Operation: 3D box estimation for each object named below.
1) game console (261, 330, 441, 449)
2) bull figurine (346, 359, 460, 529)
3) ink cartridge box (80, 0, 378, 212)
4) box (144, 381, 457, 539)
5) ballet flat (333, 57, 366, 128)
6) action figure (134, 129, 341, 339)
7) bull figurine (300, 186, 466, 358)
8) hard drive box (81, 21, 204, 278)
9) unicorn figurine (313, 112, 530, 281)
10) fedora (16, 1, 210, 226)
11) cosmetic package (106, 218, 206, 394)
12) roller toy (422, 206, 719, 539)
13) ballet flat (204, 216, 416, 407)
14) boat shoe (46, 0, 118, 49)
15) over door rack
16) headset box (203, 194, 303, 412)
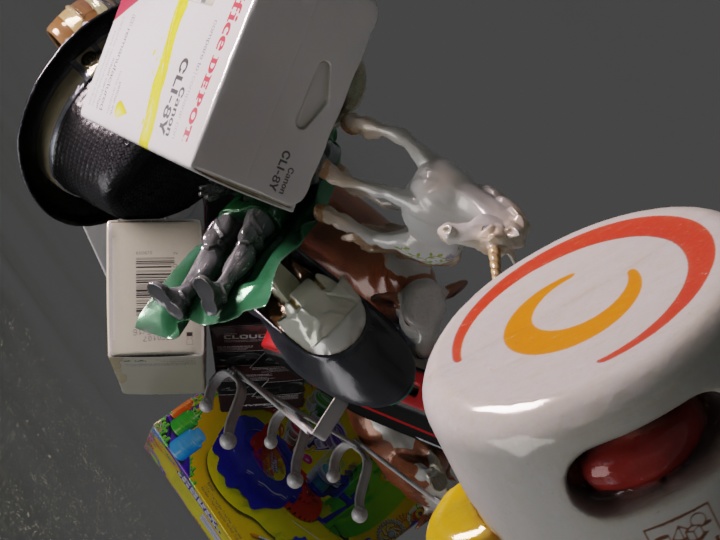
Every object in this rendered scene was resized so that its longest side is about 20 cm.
[{"bbox_3d":[0.036,0.096,1.318,0.199,0.031,0.177,20,170,35],"label":"game console"},{"bbox_3d":[0.037,0.129,1.497,0.201,0.065,0.121,55,160,-2],"label":"bull figurine"},{"bbox_3d":[-0.089,-0.137,1.176,0.083,0.147,0.200,20,-176,-32],"label":"ink cartridge box"},{"bbox_3d":[-0.054,0.172,1.606,0.201,0.192,0.122,53,164,5],"label":"box"},{"bbox_3d":[-0.034,-0.132,1.233,0.062,0.068,0.200,31,-176,-33],"label":"ballet flat"},{"bbox_3d":[-0.066,-0.042,1.215,0.117,0.201,0.055,-6,126,36],"label":"action figure"},{"bbox_3d":[0.000,0.000,1.313,0.200,0.065,0.122,47,153,26],"label":"bull figurine"},{"bbox_3d":[-0.184,-0.088,1.546,0.201,0.076,0.157,70,-161,-44],"label":"hard drive box"},{"bbox_3d":[0.040,-0.039,1.146,0.136,0.075,0.200,25,179,5],"label":"unicorn figurine"},{"bbox_3d":[-0.148,-0.102,1.338,0.091,0.200,0.202,40,158,37],"label":"fedora"},{"bbox_3d":[-0.153,0.031,1.397,0.200,0.072,0.105,113,156,-77],"label":"cosmetic package"},{"bbox_3d":[0.133,0.073,0.887,0.181,0.200,0.141,-3,123,48],"label":"roller toy"},{"bbox_3d":[-0.042,0.021,1.233,0.200,0.073,0.073,41,158,38],"label":"ballet flat"},{"bbox_3d":[-0.220,-0.155,1.667,0.201,0.074,0.076,62,163,-19],"label":"boat shoe"},{"bbox_3d":[-0.026,0.139,1.393,0.147,0.067,0.199,32,167,-28],"label":"over door rack"},{"bbox_3d":[-0.085,0.008,1.476,0.200,0.076,0.150,96,171,-64],"label":"headset box"}]
